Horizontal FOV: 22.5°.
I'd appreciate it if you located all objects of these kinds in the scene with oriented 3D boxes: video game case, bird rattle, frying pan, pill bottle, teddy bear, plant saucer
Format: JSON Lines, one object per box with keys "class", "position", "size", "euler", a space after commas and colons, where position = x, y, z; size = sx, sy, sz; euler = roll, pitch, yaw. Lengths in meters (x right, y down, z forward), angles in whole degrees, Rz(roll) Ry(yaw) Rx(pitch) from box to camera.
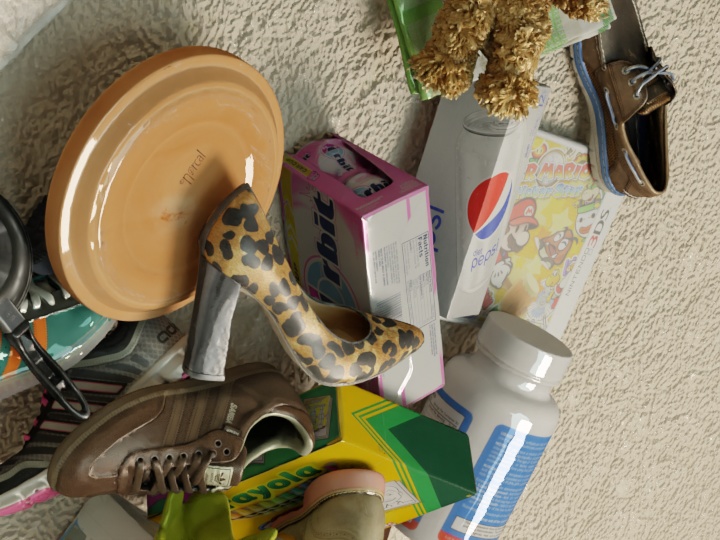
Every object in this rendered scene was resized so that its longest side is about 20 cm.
{"class": "video game case", "position": [0.142, -0.033, 1.581], "size": [0.199, 0.023, 0.183], "euler": [13, 104, -44]}
{"class": "bird rattle", "position": [-0.108, 0.260, 1.313], "size": [0.163, 0.112, 0.201], "euler": [-3, 118, -58]}
{"class": "frying pan", "position": [-0.257, 0.026, 1.193], "size": [0.115, 0.031, 0.191], "euler": [-20, 88, -29]}
{"class": "pill bottle", "position": [0.105, 0.142, 1.574], "size": [0.112, 0.112, 0.201], "euler": [14, 108, -44]}
{"class": "teddy bear", "position": [0.109, -0.209, 1.342], "size": [0.200, 0.145, 0.067], "euler": [-54, 168, -10]}
{"class": "plant saucer", "position": [-0.126, -0.055, 1.236], "size": [0.200, 0.032, 0.201], "euler": [-31, 137, -34]}

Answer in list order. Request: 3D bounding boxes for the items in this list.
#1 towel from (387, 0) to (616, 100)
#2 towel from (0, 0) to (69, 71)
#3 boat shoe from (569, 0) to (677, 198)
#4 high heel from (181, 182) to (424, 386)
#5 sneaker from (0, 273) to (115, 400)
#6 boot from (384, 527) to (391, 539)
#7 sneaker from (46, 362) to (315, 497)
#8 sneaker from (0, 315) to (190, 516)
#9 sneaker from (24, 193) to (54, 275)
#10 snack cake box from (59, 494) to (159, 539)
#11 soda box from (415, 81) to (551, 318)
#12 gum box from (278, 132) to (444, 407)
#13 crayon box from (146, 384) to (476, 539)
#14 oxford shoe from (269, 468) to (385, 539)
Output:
{"class": "towel", "position": [0.101, -0.231, 1.409], "size": [0.199, 0.031, 0.150], "euler": [-23, 103, -27]}
{"class": "towel", "position": [-0.279, -0.162, 1.134], "size": [0.200, 0.034, 0.133], "euler": [-47, 136, -11]}
{"class": "boat shoe", "position": [0.233, -0.157, 1.541], "size": [0.072, 0.072, 0.201], "euler": [-29, 119, -29]}
{"class": "high heel", "position": [-0.026, 0.007, 1.287], "size": [0.199, 0.071, 0.143], "euler": [-1, 115, -31]}
{"class": "sneaker", "position": [-0.252, 0.038, 1.242], "size": [0.200, 0.071, 0.080], "euler": [-32, 134, -23]}
{"class": "boot", "position": [-0.036, 0.267, 1.553], "size": [0.064, 0.186, 0.201], "euler": [20, 70, -32]}
{"class": "sneaker", "position": [-0.120, 0.122, 1.267], "size": [0.199, 0.076, 0.071], "euler": [-21, 142, -33]}
{"class": "sneaker", "position": [-0.208, 0.095, 1.308], "size": [0.200, 0.088, 0.074], "euler": [-41, 175, -1]}
{"class": "sneaker", "position": [-0.151, -0.058, 1.276], "size": [0.200, 0.070, 0.082], "euler": [-46, 131, -10]}
{"class": "snack cake box", "position": [-0.138, 0.259, 1.434], "size": [0.067, 0.115, 0.200], "euler": [-53, 135, -4]}
{"class": "soda box", "position": [0.085, -0.066, 1.462], "size": [0.063, 0.068, 0.201], "euler": [-4, 114, -61]}
{"class": "gum box", "position": [0.000, 0.000, 1.409], "size": [0.066, 0.113, 0.201], "euler": [-26, 128, -28]}
{"class": "crayon box", "position": [-0.039, 0.163, 1.423], "size": [0.199, 0.059, 0.172], "euler": [-25, 148, 31]}
{"class": "oxford shoe", "position": [-0.029, 0.221, 1.392], "size": [0.070, 0.074, 0.200], "euler": [1, 151, -13]}
